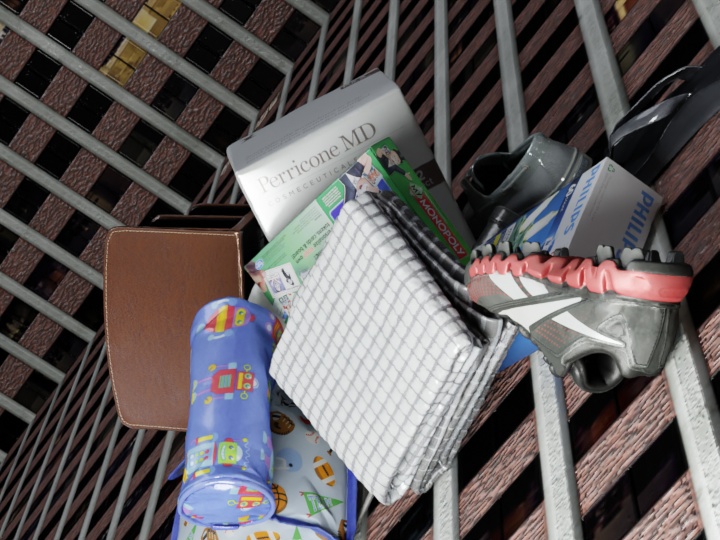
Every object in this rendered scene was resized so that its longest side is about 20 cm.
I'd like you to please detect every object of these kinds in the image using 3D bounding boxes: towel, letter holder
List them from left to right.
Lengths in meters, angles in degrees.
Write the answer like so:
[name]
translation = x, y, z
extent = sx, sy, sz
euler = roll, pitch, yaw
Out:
[letter holder]
translation = -0.163, 0.044, 1.701
extent = 0.101, 0.141, 0.201
euler = -55, -36, -70
[towel]
translation = 0.025, 0.055, 1.360
extent = 0.085, 0.166, 0.200
euler = -14, -39, -39

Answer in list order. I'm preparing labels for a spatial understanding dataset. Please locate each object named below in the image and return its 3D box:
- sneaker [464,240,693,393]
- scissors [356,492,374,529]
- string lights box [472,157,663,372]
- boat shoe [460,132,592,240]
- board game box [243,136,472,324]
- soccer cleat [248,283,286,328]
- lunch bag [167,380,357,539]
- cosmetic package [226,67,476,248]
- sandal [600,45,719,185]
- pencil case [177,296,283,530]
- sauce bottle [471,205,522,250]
[sneaker]
translation = 0.137, 0.031, 1.199
extent = 0.200, 0.071, 0.098
euler = 5, 92, 53
[scissors]
translation = 0.028, 0.152, 1.516
extent = 0.073, 0.014, 0.200
euler = -41, 19, 51
[string lights box]
translation = 0.140, 0.003, 1.364
extent = 0.200, 0.059, 0.103
euler = -38, 22, 56
[boat shoe]
translation = 0.130, -0.079, 1.576
extent = 0.070, 0.071, 0.201
euler = -61, 13, -22
[board game box]
translation = 0.000, 0.000, 1.445
extent = 0.029, 0.135, 0.200
euler = -32, -5, -45
[soccer cleat]
translation = -0.057, 0.089, 1.646
extent = 0.077, 0.201, 0.069
euler = 16, 42, 33
[lunch bag]
translation = -0.087, 0.184, 1.556
extent = 0.170, 0.124, 0.201
euler = -47, 26, 38
[cosmetic package]
translation = -0.003, -0.051, 1.603
extent = 0.164, 0.201, 0.165
euler = -28, 14, 0
[sandal]
translation = 0.237, -0.127, 1.361
extent = 0.200, 0.043, 0.076
euler = -47, 15, 36
[pencil case]
translation = -0.104, 0.116, 1.442
extent = 0.087, 0.078, 0.201
euler = 91, 179, -48
[sauce bottle]
translation = 0.080, 0.040, 1.492
extent = 0.200, 0.065, 0.065
euler = -56, 13, -6
